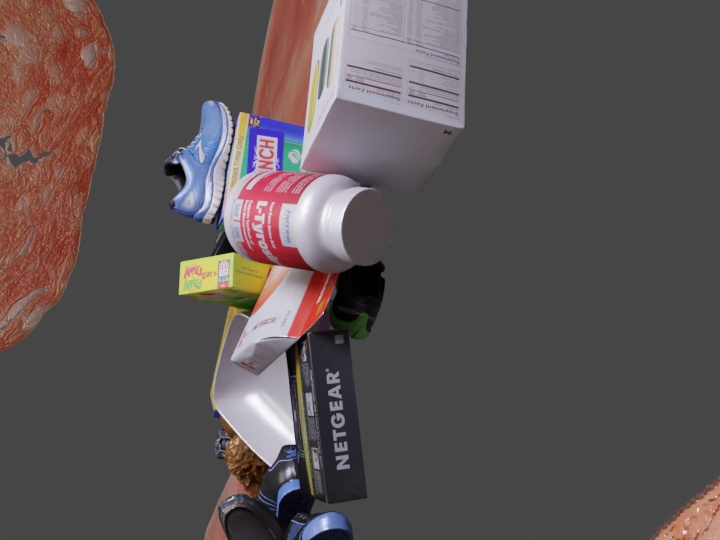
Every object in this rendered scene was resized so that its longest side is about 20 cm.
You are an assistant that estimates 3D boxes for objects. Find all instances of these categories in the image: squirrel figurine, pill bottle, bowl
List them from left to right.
[{"bbox_3d":[-0.167,0.268,1.658,0.187,0.140,0.201,109,168,-53],"label":"squirrel figurine"},{"bbox_3d":[-0.113,0.168,1.503,0.200,0.074,0.201,40,129,29],"label":"bowl"},{"bbox_3d":[-0.058,-0.056,1.212,0.199,0.112,0.113,8,86,46],"label":"pill bottle"}]

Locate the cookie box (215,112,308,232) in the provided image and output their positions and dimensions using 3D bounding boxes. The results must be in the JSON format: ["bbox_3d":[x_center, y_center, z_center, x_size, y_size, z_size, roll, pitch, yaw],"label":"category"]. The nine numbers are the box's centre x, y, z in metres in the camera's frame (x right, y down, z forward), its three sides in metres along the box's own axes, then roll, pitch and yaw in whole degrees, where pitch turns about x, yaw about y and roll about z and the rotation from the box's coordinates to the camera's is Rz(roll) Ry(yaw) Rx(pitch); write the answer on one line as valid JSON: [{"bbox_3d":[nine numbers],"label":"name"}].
[{"bbox_3d":[-0.100,-0.125,1.554,0.075,0.199,0.172,133,146,-65],"label":"cookie box"}]

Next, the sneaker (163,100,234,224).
[{"bbox_3d":[-0.238,-0.168,1.537,0.079,0.089,0.201,127,152,-57],"label":"sneaker"}]

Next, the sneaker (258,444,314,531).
[{"bbox_3d":[-0.108,0.321,1.450,0.201,0.070,0.078,116,150,-42],"label":"sneaker"}]

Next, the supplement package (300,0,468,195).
[{"bbox_3d":[0.027,-0.222,1.214,0.152,0.150,0.201,126,152,-58],"label":"supplement package"}]

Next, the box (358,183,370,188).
[{"bbox_3d":[-0.012,-0.130,1.385,0.159,0.048,0.200,-53,9,-13],"label":"box"}]

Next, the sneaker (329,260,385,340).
[{"bbox_3d":[0.000,0.000,1.347,0.084,0.076,0.201,-52,32,32],"label":"sneaker"}]

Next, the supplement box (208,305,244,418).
[{"bbox_3d":[-0.204,0.168,1.936,0.110,0.108,0.201,-140,63,-75],"label":"supplement box"}]

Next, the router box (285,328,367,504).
[{"bbox_3d":[-0.046,0.176,1.291,0.157,0.052,0.202,158,106,-74],"label":"router box"}]

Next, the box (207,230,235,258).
[{"bbox_3d":[-0.166,-0.060,1.736,0.149,0.124,0.200,-57,14,27],"label":"box"}]

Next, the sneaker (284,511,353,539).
[{"bbox_3d":[-0.058,0.325,1.289,0.200,0.070,0.078,116,153,-51],"label":"sneaker"}]

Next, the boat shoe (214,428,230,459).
[{"bbox_3d":[-0.204,0.312,1.853,0.200,0.090,0.071,139,141,-68],"label":"boat shoe"}]

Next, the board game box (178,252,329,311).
[{"bbox_3d":[-0.144,0.023,1.463,0.101,0.199,0.048,-8,74,36],"label":"board game box"}]

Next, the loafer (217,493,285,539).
[{"bbox_3d":[-0.122,0.374,1.361,0.201,0.072,0.072,61,-178,-26],"label":"loafer"}]

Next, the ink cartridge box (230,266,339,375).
[{"bbox_3d":[-0.081,0.024,1.300,0.200,0.050,0.163,-47,17,52],"label":"ink cartridge box"}]

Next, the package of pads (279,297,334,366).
[{"bbox_3d":[-0.101,0.090,1.647,0.200,0.075,0.121,178,107,-76],"label":"package of pads"}]
